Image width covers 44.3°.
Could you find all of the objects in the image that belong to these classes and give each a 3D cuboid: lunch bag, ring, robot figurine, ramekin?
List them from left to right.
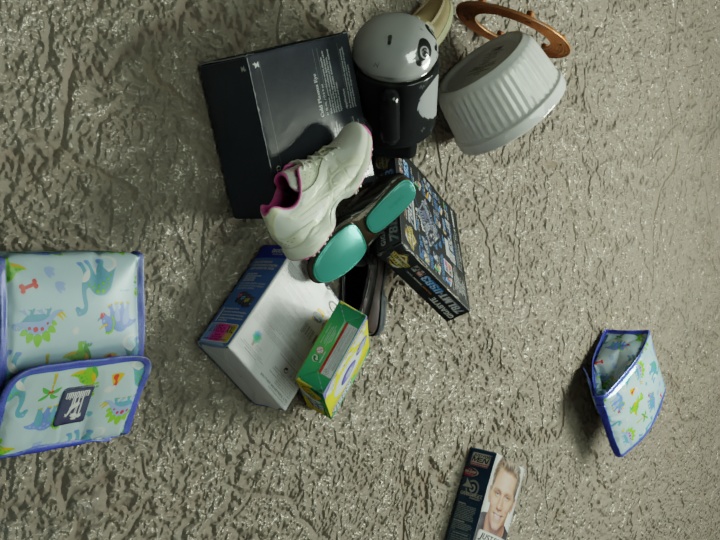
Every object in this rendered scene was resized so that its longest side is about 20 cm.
[{"bbox_3d":[-0.315,0.083,0.914,0.168,0.126,0.206,-2,94,-47],"label":"lunch bag"},{"bbox_3d":[0.049,-0.251,1.215,0.123,0.151,0.203,-23,139,-20],"label":"robot figurine"},{"bbox_3d":[0.214,-0.287,1.401,0.106,0.198,0.201,51,58,-21],"label":"ramekin"},{"bbox_3d":[0.246,-0.390,1.418,0.198,0.199,0.020,19,92,-44],"label":"ring"},{"bbox_3d":[0.530,0.247,1.796,0.201,0.125,0.172,-54,128,-40],"label":"lunch bag"}]

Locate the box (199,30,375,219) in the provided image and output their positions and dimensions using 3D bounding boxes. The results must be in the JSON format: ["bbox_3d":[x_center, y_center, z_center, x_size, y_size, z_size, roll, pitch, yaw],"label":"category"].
[{"bbox_3d":[-0.091,-0.190,1.154,0.180,0.103,0.205,-25,110,-43],"label":"box"}]

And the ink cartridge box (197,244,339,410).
[{"bbox_3d":[-0.105,0.061,1.174,0.202,0.075,0.137,-56,129,-26],"label":"ink cartridge box"}]

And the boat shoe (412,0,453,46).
[{"bbox_3d":[0.075,-0.355,1.340,0.065,0.071,0.202,48,65,-36],"label":"boat shoe"}]

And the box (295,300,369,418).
[{"bbox_3d":[-0.034,0.129,1.193,0.119,0.048,0.201,-60,171,-16],"label":"box"}]

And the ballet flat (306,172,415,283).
[{"bbox_3d":[-0.008,-0.058,1.193,0.199,0.068,0.069,-42,127,-19],"label":"ballet flat"}]

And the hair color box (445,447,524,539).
[{"bbox_3d":[0.212,0.422,1.529,0.099,0.060,0.204,33,69,-42],"label":"hair color box"}]

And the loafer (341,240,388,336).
[{"bbox_3d":[0.000,0.000,1.285,0.062,0.071,0.205,-11,103,-40],"label":"loafer"}]

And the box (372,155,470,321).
[{"bbox_3d":[0.088,-0.058,1.314,0.198,0.049,0.203,41,35,-42],"label":"box"}]

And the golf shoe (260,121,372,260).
[{"bbox_3d":[-0.051,-0.113,1.078,0.092,0.074,0.203,44,61,-34],"label":"golf shoe"}]
